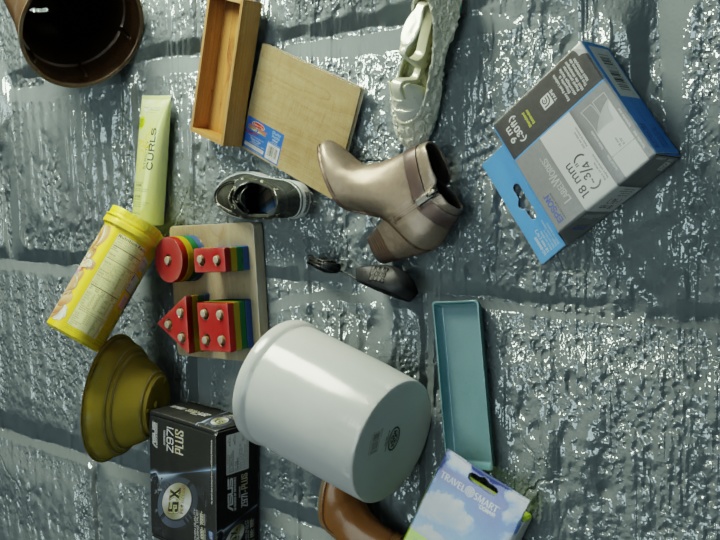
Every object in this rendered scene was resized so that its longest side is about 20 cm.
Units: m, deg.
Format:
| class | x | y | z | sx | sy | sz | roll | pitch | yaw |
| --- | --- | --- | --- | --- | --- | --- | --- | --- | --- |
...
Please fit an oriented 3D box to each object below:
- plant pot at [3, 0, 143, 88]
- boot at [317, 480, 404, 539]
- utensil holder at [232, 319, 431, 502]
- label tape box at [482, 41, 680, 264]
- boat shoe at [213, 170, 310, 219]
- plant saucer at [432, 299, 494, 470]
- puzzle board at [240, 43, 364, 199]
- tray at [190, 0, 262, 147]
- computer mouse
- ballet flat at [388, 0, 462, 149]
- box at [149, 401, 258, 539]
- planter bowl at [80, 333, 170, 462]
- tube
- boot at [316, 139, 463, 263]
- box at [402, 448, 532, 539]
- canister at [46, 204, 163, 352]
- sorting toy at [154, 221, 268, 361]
| class | x | y | z | sx | sy | sz | roll | pitch | yaw |
| --- | --- | --- | --- | --- | --- | --- | --- | --- | --- |
| plant pot | -0.478 | -0.428 | 1.524 | 0.198 | 0.199 | 0.202 | 47 | 123 | 36 |
| boot | 0.026 | 0.346 | 1.222 | 0.154 | 0.076 | 0.203 | -1 | 96 | 43 |
| utensil holder | -0.033 | 0.175 | 1.202 | 0.198 | 0.169 | 0.172 | 21 | 108 | 35 |
| label tape box | 0.213 | -0.117 | 1.016 | 0.200 | 0.063 | 0.145 | -43 | 66 | 36 |
| boat shoe | -0.151 | -0.104 | 1.340 | 0.199 | 0.056 | 0.070 | 6 | 99 | 47 |
| plant saucer | 0.126 | 0.136 | 1.151 | 0.069 | 0.019 | 0.203 | -4 | 91 | 42 |
| puzzle board | -0.082 | -0.206 | 1.302 | 0.199 | 0.017 | 0.153 | 32 | 116 | 36 |
| tray | -0.193 | -0.288 | 1.370 | 0.098 | 0.037 | 0.203 | 28 | 112 | 47 |
| computer mouse | 0.000 | 0.000 | 1.232 | 0.199 | 0.058 | 0.034 | 18 | 84 | 43 |
| ballet flat | 0.064 | -0.242 | 1.135 | 0.071 | 0.071 | 0.203 | 26 | 112 | 37 |
| box | -0.238 | 0.316 | 1.449 | 0.162 | 0.086 | 0.203 | 7 | 100 | 42 |
| planter bowl | -0.354 | 0.205 | 1.504 | 0.082 | 0.200 | 0.204 | 6 | 100 | 12 |
| tube | -0.329 | -0.174 | 1.507 | 0.057 | 0.052 | 0.203 | 6 | 95 | 0 |
| boot | 0.040 | -0.110 | 1.167 | 0.146 | 0.070 | 0.201 | -39 | 78 | 39 |
| box | 0.114 | 0.327 | 1.127 | 0.121 | 0.048 | 0.202 | 28 | 97 | 26 |
| canister | -0.387 | 0.016 | 1.459 | 0.086 | 0.149 | 0.202 | 28 | 78 | -1 |
| sorting toy | -0.231 | 0.034 | 1.424 | 0.197 | 0.069 | 0.203 | 0 | 95 | 42 |
